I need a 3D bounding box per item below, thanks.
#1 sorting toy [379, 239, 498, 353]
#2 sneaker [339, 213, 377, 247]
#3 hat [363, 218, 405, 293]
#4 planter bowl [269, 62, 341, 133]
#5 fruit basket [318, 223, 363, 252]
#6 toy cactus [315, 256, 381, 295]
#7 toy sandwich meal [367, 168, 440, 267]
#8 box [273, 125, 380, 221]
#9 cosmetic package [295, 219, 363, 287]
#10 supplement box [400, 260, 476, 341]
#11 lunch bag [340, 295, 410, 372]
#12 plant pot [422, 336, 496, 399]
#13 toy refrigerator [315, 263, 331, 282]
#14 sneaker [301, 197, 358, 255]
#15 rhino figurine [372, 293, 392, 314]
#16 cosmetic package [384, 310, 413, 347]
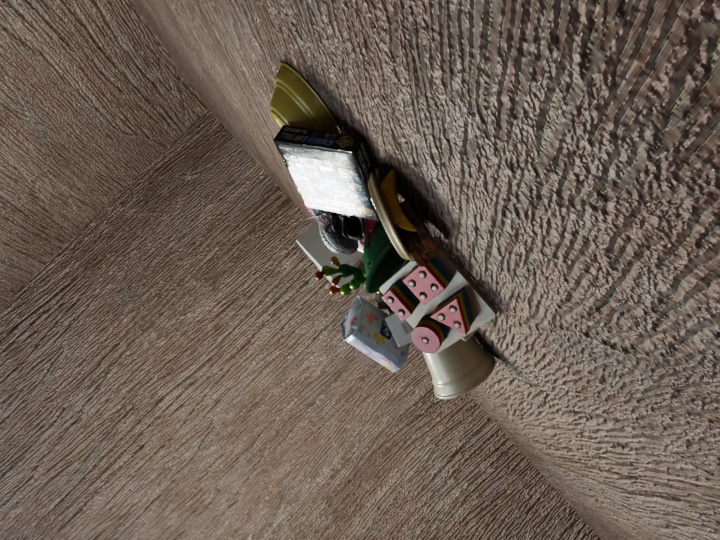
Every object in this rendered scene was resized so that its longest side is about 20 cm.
[{"bbox_3d":[0.151,0.075,1.279,0.199,0.070,0.200,48,133,-2],"label":"sorting toy"},{"bbox_3d":[0.001,-0.093,1.428,0.072,0.089,0.202,1,136,31],"label":"sneaker"},{"bbox_3d":[0.016,-0.080,1.372,0.175,0.202,0.166,39,179,19],"label":"hat"},{"bbox_3d":[-0.131,-0.323,1.269,0.201,0.083,0.201,48,175,6],"label":"planter bowl"},{"bbox_3d":[-0.032,-0.135,1.543,0.199,0.092,0.190,33,139,44],"label":"fruit basket"},{"bbox_3d":[0.000,0.000,1.495,0.165,0.194,0.105,-43,-51,-65],"label":"toy cactus"},{"bbox_3d":[0.082,-0.105,1.151,0.208,0.069,0.206,61,-168,-22],"label":"toy sandwich meal"},{"bbox_3d":[-0.058,-0.196,1.236,0.195,0.050,0.200,14,151,29],"label":"box"},{"bbox_3d":[-0.057,-0.079,1.874,0.200,0.199,0.123,44,175,33],"label":"cosmetic package"},{"bbox_3d":[0.193,0.056,1.414,0.201,0.073,0.126,51,174,-34],"label":"supplement box"},{"bbox_3d":[0.044,0.171,1.621,0.167,0.129,0.200,32,-170,-10],"label":"lunch bag"},{"bbox_3d":[0.250,0.220,1.693,0.187,0.198,0.200,59,173,-10],"label":"plant pot"},{"bbox_3d":[-0.047,-0.056,1.973,0.076,0.200,0.070,43,175,31],"label":"toy refrigerator"},{"bbox_3d":[-0.073,-0.125,1.464,0.202,0.080,0.074,54,160,-6],"label":"sneaker"},{"bbox_3d":[0.074,0.063,1.610,0.059,0.088,0.201,37,171,21],"label":"rhino figurine"},{"bbox_3d":[0.148,0.112,1.561,0.086,0.106,0.200,60,-159,-2],"label":"cosmetic package"}]
